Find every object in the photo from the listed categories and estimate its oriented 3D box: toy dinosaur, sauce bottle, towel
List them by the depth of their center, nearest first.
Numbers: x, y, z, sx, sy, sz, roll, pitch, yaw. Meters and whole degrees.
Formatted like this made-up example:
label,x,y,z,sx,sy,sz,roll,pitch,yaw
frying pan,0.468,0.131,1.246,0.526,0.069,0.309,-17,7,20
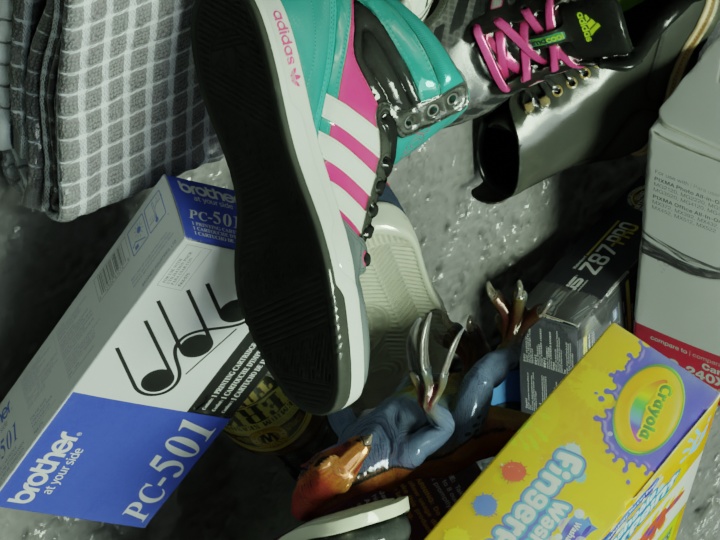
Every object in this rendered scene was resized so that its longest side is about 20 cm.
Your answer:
label,x,y,z,sx,sy,sz,roll,pitch,yaw
towel,-0.090,-0.128,1.194,0.165,0.085,0.201,-27,135,-35
toy dinosaur,0.034,0.082,1.309,0.200,0.105,0.182,50,50,-19
sauce bottle,-0.055,0.058,1.393,0.065,0.065,0.200,-51,143,-9

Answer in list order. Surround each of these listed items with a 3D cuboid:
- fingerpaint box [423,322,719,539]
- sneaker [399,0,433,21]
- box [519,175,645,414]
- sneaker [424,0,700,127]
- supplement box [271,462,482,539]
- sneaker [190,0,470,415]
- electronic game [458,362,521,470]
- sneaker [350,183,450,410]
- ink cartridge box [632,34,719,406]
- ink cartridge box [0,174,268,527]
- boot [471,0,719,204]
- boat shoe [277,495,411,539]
label,x,y,z,sx,sy,sz,roll,pitch,yaw
fingerpaint box,0.090,0.151,1.338,0.200,0.073,0.167,-47,160,-28
sneaker,0.033,-0.174,1.314,0.087,0.076,0.201,-5,120,-48
box,0.159,0.066,1.628,0.161,0.049,0.201,-46,142,-42
sneaker,0.103,-0.133,1.381,0.199,0.087,0.074,-29,114,-8
supplement box,-0.016,0.187,1.457,0.199,0.086,0.110,-27,168,-21
sneaker,-0.002,-0.044,1.188,0.120,0.083,0.201,-18,102,-38
electronic game,0.063,0.141,1.617,0.200,0.042,0.201,-30,137,-33
sneaker,0.000,0.000,1.406,0.075,0.085,0.200,-21,149,-10
ink cartridge box,0.230,-0.039,1.535,0.145,0.083,0.200,-50,153,-36
ink cartridge box,-0.100,0.043,1.264,0.094,0.044,0.200,12,131,-35
boot,0.130,-0.132,1.468,0.138,0.077,0.201,-24,132,-31
boat shoe,-0.009,0.159,1.298,0.072,0.068,0.200,-15,163,-18
